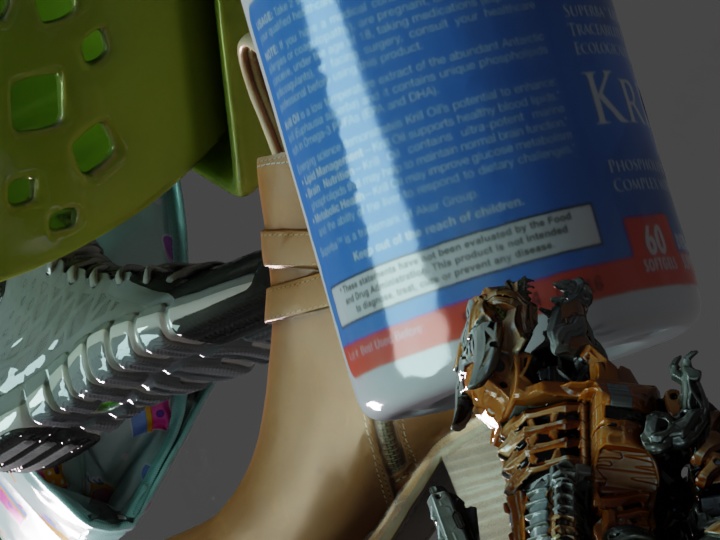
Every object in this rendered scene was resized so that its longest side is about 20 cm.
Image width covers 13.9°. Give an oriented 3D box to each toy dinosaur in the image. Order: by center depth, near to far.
[{"bbox_3d":[0.093,0.090,0.789,0.102,0.135,0.201,146,110,-68],"label":"toy dinosaur"}]

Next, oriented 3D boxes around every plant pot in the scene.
[{"bbox_3d":[-0.141,-0.118,1.227,0.199,0.181,0.201,-147,48,-62],"label":"plant pot"}]

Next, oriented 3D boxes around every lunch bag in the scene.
[{"bbox_3d":[-0.142,0.042,1.417,0.170,0.121,0.201,145,117,-68],"label":"lunch bag"}]

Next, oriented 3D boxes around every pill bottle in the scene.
[{"bbox_3d":[0.026,-0.064,0.908,0.112,0.112,0.201,147,107,-69],"label":"pill bottle"}]

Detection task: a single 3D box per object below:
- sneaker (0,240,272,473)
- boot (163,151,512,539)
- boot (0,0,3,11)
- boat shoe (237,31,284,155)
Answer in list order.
[{"bbox_3d":[-0.107,0.001,1.265,0.199,0.075,0.116,-27,66,30],"label":"sneaker"},{"bbox_3d":[-0.013,0.035,1.023,0.074,0.199,0.155,-18,-91,-67],"label":"boot"},{"bbox_3d":[-0.168,-0.178,1.334,0.068,0.130,0.201,-172,71,-68],"label":"boot"},{"bbox_3d":[0.000,0.000,1.080,0.074,0.069,0.201,151,106,-69],"label":"boat shoe"}]
